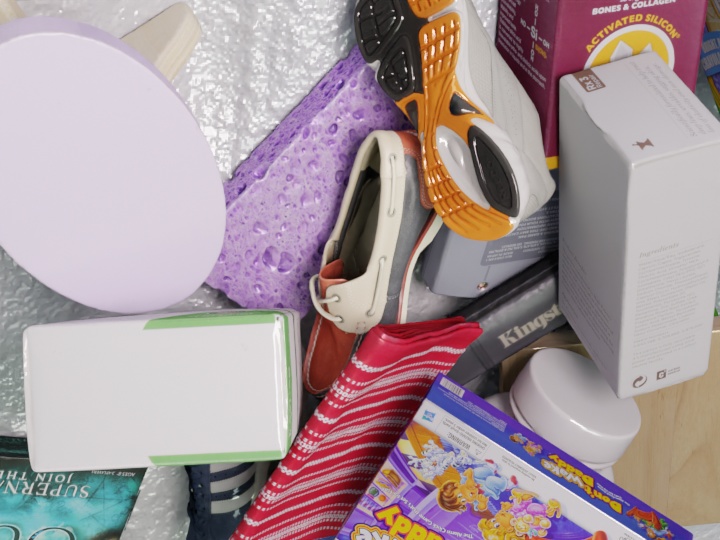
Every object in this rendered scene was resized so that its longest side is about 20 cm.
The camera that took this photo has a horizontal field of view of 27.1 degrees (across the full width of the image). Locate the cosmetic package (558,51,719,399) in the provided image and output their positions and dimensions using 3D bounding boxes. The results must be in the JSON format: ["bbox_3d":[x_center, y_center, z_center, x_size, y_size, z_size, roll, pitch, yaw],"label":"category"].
[{"bbox_3d":[0.177,-0.026,0.952,0.074,0.102,0.201,-16,134,-12],"label":"cosmetic package"}]

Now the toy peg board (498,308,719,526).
[{"bbox_3d":[0.203,0.103,1.183,0.198,0.098,0.201,-5,125,-2],"label":"toy peg board"}]

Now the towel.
[{"bbox_3d":[-0.005,0.112,0.991,0.200,0.022,0.144,-57,157,18],"label":"towel"}]

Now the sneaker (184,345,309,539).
[{"bbox_3d":[-0.108,0.131,1.062,0.084,0.075,0.201,10,109,-31],"label":"sneaker"}]

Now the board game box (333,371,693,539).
[{"bbox_3d":[0.100,0.179,0.998,0.199,0.045,0.135,32,115,3],"label":"board game box"}]

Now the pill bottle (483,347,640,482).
[{"bbox_3d":[0.113,0.159,1.080,0.119,0.120,0.200,11,125,-30],"label":"pill bottle"}]

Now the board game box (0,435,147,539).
[{"bbox_3d":[-0.264,0.176,1.050,0.199,0.028,0.136,9,118,-29],"label":"board game box"}]

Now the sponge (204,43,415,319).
[{"bbox_3d":[-0.021,-0.056,0.994,0.200,0.030,0.111,-45,130,10],"label":"sponge"}]

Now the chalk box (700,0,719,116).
[{"bbox_3d":[0.286,-0.181,0.962,0.124,0.124,0.201,-25,104,-7],"label":"chalk box"}]

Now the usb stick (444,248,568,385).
[{"bbox_3d":[0.117,0.028,1.063,0.199,0.033,0.056,-32,123,5],"label":"usb stick"}]

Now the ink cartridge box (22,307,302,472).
[{"bbox_3d":[-0.110,0.067,0.908,0.145,0.200,0.085,-3,89,1],"label":"ink cartridge box"}]

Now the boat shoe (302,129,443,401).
[{"bbox_3d":[0.000,0.000,0.976,0.062,0.071,0.201,4,118,-42],"label":"boat shoe"}]

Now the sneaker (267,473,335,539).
[{"bbox_3d":[-0.038,0.168,1.112,0.115,0.081,0.200,-2,125,-26],"label":"sneaker"}]

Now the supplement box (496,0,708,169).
[{"bbox_3d":[0.154,-0.176,0.952,0.110,0.086,0.201,-11,127,-16],"label":"supplement box"}]

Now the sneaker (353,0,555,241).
[{"bbox_3d":[0.062,-0.118,0.932,0.075,0.201,0.092,-18,180,33],"label":"sneaker"}]

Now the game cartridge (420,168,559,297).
[{"bbox_3d":[0.142,-0.040,1.059,0.199,0.041,0.134,-8,134,-22],"label":"game cartridge"}]

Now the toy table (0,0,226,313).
[{"bbox_3d":[-0.161,-0.080,0.858,0.183,0.117,0.201,-23,130,-8],"label":"toy table"}]
